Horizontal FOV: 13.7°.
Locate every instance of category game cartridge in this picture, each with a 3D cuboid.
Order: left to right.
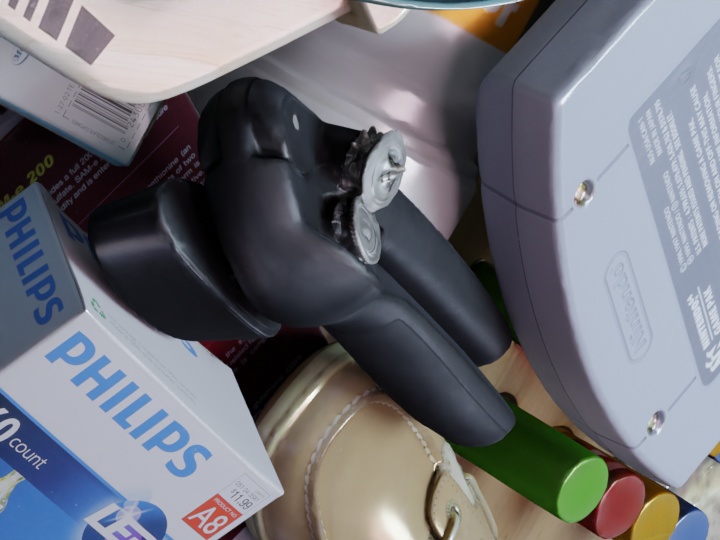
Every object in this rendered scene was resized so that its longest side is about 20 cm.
[{"bbox_3d":[0.098,-0.025,0.931,0.133,0.040,0.200,-50,144,-23],"label":"game cartridge"}]

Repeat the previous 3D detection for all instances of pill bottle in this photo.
[{"bbox_3d":[0.030,-0.116,0.911,0.116,0.116,0.201,23,95,-49],"label":"pill bottle"}]

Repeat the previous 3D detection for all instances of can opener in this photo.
[{"bbox_3d":[0.000,0.000,0.849,0.200,0.078,0.064,32,60,-59],"label":"can opener"}]

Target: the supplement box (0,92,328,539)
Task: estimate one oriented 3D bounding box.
[{"bbox_3d":[-0.083,0.013,0.914,0.109,0.061,0.200,-45,138,-17],"label":"supplement box"}]

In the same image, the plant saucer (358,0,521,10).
[{"bbox_3d":[-0.006,-0.153,0.747,0.199,0.027,0.201,12,65,-27],"label":"plant saucer"}]

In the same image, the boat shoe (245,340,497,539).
[{"bbox_3d":[0.017,0.093,0.974,0.072,0.065,0.200,-45,147,-16],"label":"boat shoe"}]

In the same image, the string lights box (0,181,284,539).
[{"bbox_3d":[-0.134,0.075,0.837,0.200,0.059,0.103,-35,133,9],"label":"string lights box"}]

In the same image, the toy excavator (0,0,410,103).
[{"bbox_3d":[-0.107,-0.074,0.744,0.200,0.100,0.195,39,86,-22],"label":"toy excavator"}]

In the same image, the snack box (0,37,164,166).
[{"bbox_3d":[-0.068,-0.143,0.805,0.116,0.037,0.200,28,89,-14],"label":"snack box"}]

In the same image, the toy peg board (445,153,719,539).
[{"bbox_3d":[0.111,0.022,1.090,0.199,0.098,0.200,31,90,-50],"label":"toy peg board"}]
